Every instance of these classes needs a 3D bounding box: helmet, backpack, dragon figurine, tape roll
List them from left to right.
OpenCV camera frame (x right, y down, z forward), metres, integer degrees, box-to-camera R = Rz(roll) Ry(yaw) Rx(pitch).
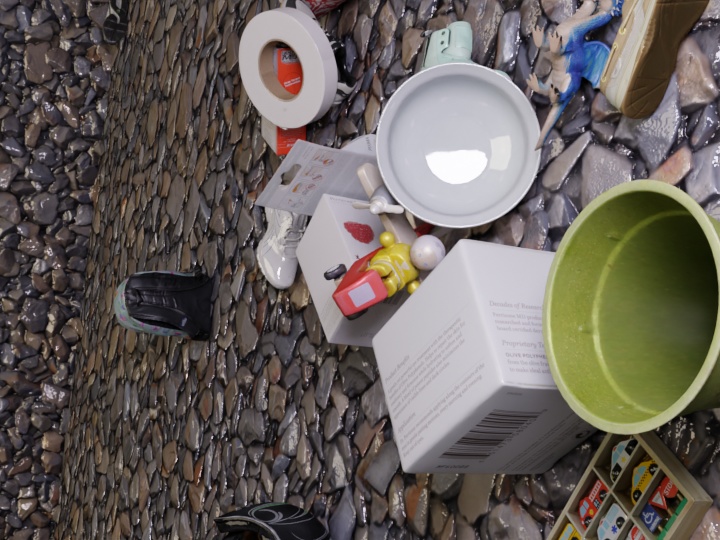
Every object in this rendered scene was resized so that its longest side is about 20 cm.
[{"bbox_3d":[-0.430,0.076,2.104,0.127,0.199,0.167,-34,54,54],"label":"backpack"},{"bbox_3d":[-0.134,0.445,1.474,0.199,0.191,0.201,-6,75,24],"label":"helmet"},{"bbox_3d":[-0.125,-0.342,1.646,0.202,0.037,0.203,21,125,33],"label":"tape roll"},{"bbox_3d":[0.245,-0.230,1.094,0.059,0.099,0.201,38,135,56],"label":"dragon figurine"}]

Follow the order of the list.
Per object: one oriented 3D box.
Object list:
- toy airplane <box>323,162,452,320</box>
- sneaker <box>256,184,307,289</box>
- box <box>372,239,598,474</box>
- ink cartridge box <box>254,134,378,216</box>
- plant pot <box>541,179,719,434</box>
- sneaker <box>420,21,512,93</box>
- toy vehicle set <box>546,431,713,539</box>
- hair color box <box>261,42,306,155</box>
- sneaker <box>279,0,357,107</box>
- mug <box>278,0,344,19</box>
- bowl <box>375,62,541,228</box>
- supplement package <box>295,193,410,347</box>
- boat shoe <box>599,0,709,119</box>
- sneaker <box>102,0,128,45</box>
[{"bbox_3d":[0.065,-0.019,1.245,0.141,0.200,0.200,-14,62,55],"label":"toy airplane"},{"bbox_3d":[-0.134,-0.066,1.738,0.087,0.074,0.201,-18,68,54],"label":"sneaker"},{"bbox_3d":[0.152,0.099,1.031,0.199,0.199,0.172,-52,42,44],"label":"box"},{"bbox_3d":[-0.040,-0.143,1.446,0.160,0.199,0.047,-49,43,45],"label":"ink cartridge box"},{"bbox_3d":[0.287,0.040,0.808,0.200,0.189,0.201,-23,63,57],"label":"plant pot"},{"bbox_3d":[0.136,-0.281,1.295,0.200,0.074,0.119,10,90,61],"label":"sneaker"},{"bbox_3d":[0.258,0.261,0.972,0.124,0.026,0.200,56,130,51],"label":"toy vehicle set"},{"bbox_3d":[-0.139,-0.323,1.766,0.102,0.061,0.201,-127,33,-52],"label":"hair color box"},{"bbox_3d":[-0.065,-0.383,1.651,0.088,0.076,0.201,-21,97,49],"label":"sneaker"},{"bbox_3d":[-0.069,-0.533,1.667,0.200,0.133,0.178,-16,100,64],"label":"mug"},{"bbox_3d":[0.121,-0.152,1.210,0.090,0.200,0.202,-19,-62,-85],"label":"bowl"},{"bbox_3d":[0.000,0.000,1.417,0.120,0.121,0.200,-62,35,33],"label":"supplement package"},{"bbox_3d":[0.298,-0.259,0.991,0.066,0.074,0.201,48,124,48],"label":"boat shoe"},{"bbox_3d":[-0.806,-0.797,3.182,0.115,0.075,0.201,129,148,-57],"label":"sneaker"}]
